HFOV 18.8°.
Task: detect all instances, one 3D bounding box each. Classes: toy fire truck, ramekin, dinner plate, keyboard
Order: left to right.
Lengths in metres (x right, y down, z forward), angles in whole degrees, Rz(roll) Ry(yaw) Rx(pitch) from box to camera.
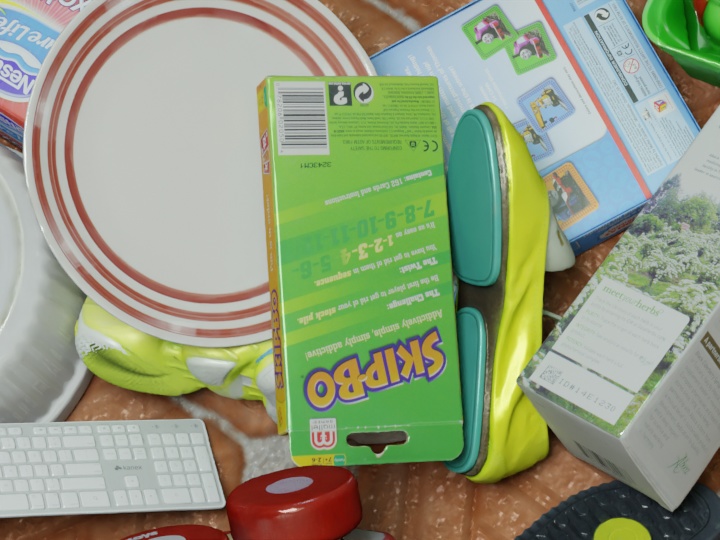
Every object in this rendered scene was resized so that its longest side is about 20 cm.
[{"bbox_3d":[-0.244,0.010,1.190,0.198,0.105,0.202,-2,74,7],"label":"ramekin"},{"bbox_3d":[-0.167,0.104,1.139,0.198,0.011,0.057,1,48,-28],"label":"keyboard"},{"bbox_3d":[-0.086,0.166,1.080,0.167,0.199,0.113,3,108,47],"label":"toy fire truck"},{"bbox_3d":[-0.078,-0.060,1.136,0.198,0.024,0.202,1,86,-18],"label":"dinner plate"}]

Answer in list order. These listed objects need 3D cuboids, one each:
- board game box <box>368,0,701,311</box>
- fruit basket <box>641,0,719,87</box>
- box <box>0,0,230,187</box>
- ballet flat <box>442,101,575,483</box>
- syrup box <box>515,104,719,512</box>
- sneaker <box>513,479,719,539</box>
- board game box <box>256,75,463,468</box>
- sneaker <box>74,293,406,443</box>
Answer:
[{"bbox_3d":[0.076,-0.071,1.204,0.199,0.037,0.152,-27,74,-1],"label":"board game box"},{"bbox_3d":[0.252,-0.139,1.115,0.214,0.216,0.157,22,78,13],"label":"fruit basket"},{"bbox_3d":[-0.169,-0.115,1.218,0.199,0.100,0.096,31,80,14],"label":"box"},{"bbox_3d":[0.079,0.012,1.144,0.066,0.067,0.202,-2,100,-25],"label":"ballet flat"},{"bbox_3d":[0.178,0.013,1.127,0.078,0.082,0.200,27,74,43],"label":"syrup box"},{"bbox_3d":[0.104,0.176,1.125,0.199,0.079,0.066,-29,46,-19],"label":"sneaker"},{"bbox_3d":[0.000,0.000,1.124,0.095,0.030,0.202,-1,79,-17],"label":"board game box"},{"bbox_3d":[-0.050,0.024,1.176,0.198,0.076,0.106,14,64,-1],"label":"sneaker"}]
